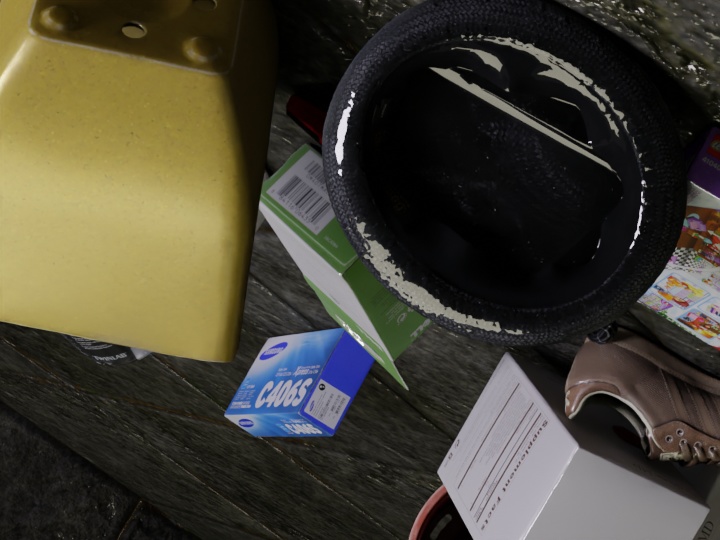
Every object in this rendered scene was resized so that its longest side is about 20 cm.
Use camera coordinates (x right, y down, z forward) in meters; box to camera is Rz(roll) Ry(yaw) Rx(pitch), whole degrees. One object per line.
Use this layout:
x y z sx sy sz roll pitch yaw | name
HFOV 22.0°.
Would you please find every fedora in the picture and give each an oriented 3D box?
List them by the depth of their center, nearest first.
0.081 -0.060 1.015 0.200 0.201 0.092 30 -164 0 | fedora

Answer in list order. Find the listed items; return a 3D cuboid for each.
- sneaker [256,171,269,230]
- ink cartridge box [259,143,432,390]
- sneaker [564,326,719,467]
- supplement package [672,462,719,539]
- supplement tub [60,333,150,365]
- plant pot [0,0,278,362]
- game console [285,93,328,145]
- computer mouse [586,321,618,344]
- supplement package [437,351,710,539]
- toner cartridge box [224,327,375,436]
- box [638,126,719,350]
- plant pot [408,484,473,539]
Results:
-0.131 -0.086 1.401 0.088 0.075 0.200 35 162 30 | sneaker
0.000 0.000 1.378 0.104 0.059 0.200 41 170 31 | ink cartridge box
0.241 0.115 1.328 0.200 0.076 0.070 26 163 13 | sneaker
0.298 0.236 1.450 0.200 0.152 0.151 35 162 -17 | supplement package
-0.262 -0.006 1.728 0.122 0.123 0.200 18 159 35 | supplement tub
-0.142 -0.094 1.109 0.195 0.194 0.200 12 137 -7 | plant pot
0.048 -0.036 1.226 0.200 0.031 0.177 41 -178 -30 | game console
0.137 0.010 1.244 0.059 0.034 0.200 45 175 30 | computer mouse
0.156 0.165 1.395 0.121 0.120 0.200 26 -169 -17 | supplement package
-0.059 0.109 1.775 0.043 0.095 0.200 36 162 -17 | toner cartridge box
0.219 -0.006 1.078 0.137 0.039 0.200 31 163 -3 | box
0.135 0.293 1.852 0.201 0.201 0.195 30 172 0 | plant pot
